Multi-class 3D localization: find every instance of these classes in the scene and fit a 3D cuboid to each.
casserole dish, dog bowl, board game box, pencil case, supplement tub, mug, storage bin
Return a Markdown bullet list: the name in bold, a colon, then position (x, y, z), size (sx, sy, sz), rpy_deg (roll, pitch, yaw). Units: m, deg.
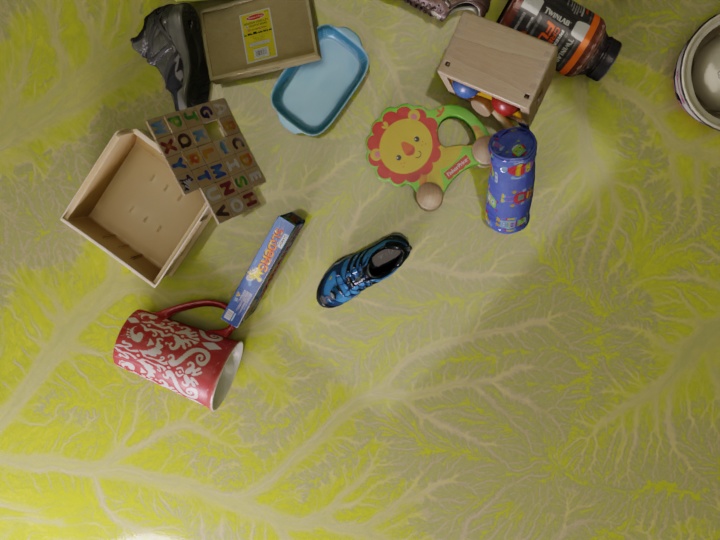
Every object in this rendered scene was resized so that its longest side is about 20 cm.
- **casserole dish**: position (-0.070, -0.330, 1.152), size (0.121, 0.039, 0.201), rpy_deg (36, 97, -3)
- **dog bowl**: position (0.625, -0.332, 1.109), size (0.198, 0.074, 0.202), rpy_deg (0, 99, 2)
- **board game box**: position (-0.168, -0.006, 1.152), size (0.034, 0.135, 0.201), rpy_deg (30, 99, -2)
- **pencil case**: position (0.248, -0.150, 1.096), size (0.077, 0.201, 0.087), rpy_deg (-26, 55, -9)
- **supplement tub**: position (0.330, -0.395, 1.094), size (0.199, 0.107, 0.108), rpy_deg (29, 98, -2)
- **mug**: position (-0.324, 0.142, 1.202), size (0.198, 0.178, 0.134), rpy_deg (20, 135, 3)
- **storage bin**: position (-0.378, -0.115, 1.165), size (0.199, 0.094, 0.199), rpy_deg (36, 98, -3)

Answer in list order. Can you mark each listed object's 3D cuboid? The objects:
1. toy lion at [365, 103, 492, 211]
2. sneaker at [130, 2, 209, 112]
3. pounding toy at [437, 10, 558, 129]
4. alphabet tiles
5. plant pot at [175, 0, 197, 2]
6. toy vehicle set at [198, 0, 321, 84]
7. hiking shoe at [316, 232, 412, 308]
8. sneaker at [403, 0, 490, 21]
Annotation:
- **toy lion**: position (0.116, -0.216, 1.155), size (0.199, 0.069, 0.192), rpy_deg (-38, 87, 6)
- **sneaker**: position (-0.330, -0.355, 1.144), size (0.113, 0.076, 0.201), rpy_deg (6, 116, 23)
- **pounding toy**: position (0.234, -0.298, 1.087), size (0.183, 0.200, 0.143), rpy_deg (27, 98, 13)
- **alphabet tiles**: position (-0.254, -0.187, 1.132), size (0.008, 0.167, 0.201), rpy_deg (-20, 99, 46)
- **plant pot**: position (-0.202, -0.532, 1.073), size (0.198, 0.187, 0.189), rpy_deg (-1, 98, -13)
- **toy vehicle set**: position (-0.173, -0.404, 1.128), size (0.198, 0.027, 0.126), rpy_deg (-9, 88, 11)
- **hiking shoe**: position (0.000, 0.000, 1.170), size (0.199, 0.087, 0.075), rpy_deg (-37, 95, 7)
- **sneaker**: position (0.123, -0.463, 1.110), size (0.198, 0.070, 0.076), rpy_deg (3, 99, 2)
